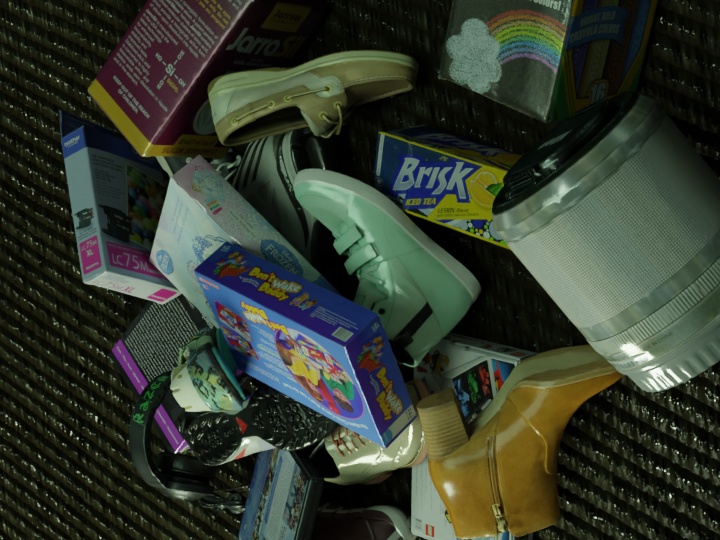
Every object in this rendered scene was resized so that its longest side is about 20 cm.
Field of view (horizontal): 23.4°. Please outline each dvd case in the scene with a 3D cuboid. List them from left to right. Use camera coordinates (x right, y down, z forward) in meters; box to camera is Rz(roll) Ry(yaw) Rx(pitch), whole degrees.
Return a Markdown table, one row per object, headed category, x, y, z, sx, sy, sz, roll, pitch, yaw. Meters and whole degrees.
| category | x | y | z | sx | sy | sz | roll | pitch | yaw |
| --- | --- | --- | --- | --- | --- | --- | --- | --- | --- |
| dvd case | -0.081 | 0.238 | 1.731 | 0.200 | 0.018 | 0.143 | -137 | 59 | -70 |

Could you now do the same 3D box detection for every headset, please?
| category | x | y | z | sx | sy | sz | roll | pitch | yaw |
| --- | --- | --- | --- | --- | --- | --- | --- | --- | --- |
| headset | -0.177 | 0.188 | 1.805 | 0.094 | 0.124 | 0.200 | 3 | 140 | 40 |

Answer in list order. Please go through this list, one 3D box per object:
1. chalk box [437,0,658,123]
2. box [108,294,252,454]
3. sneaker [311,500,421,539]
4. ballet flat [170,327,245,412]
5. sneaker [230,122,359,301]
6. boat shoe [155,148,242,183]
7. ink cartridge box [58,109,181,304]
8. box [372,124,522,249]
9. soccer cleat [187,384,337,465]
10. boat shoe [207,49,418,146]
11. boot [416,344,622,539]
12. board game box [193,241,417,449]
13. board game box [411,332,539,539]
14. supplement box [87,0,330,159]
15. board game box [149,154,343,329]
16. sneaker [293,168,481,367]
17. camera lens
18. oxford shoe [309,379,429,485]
| category | x | y | z | sx | sy | sz | roll | pitch | yaw |
| --- | --- | --- | --- | --- | --- | --- | --- | --- | --- |
| chalk box | 0.164 | -0.237 | 1.422 | 0.125 | 0.124 | 0.200 | 28 | 116 | 36 |
| box | -0.182 | 0.086 | 1.866 | 0.143 | 0.036 | 0.200 | 55 | 131 | 18 |
| sneaker | -0.045 | 0.285 | 1.717 | 0.200 | 0.116 | 0.076 | -15 | 109 | 43 |
| ballet flat | -0.149 | 0.105 | 1.669 | 0.200 | 0.074 | 0.074 | -125 | 28 | -83 |
| sneaker | -0.063 | -0.041 | 1.702 | 0.115 | 0.076 | 0.201 | -6 | 100 | 46 |
| boat shoe | -0.148 | -0.097 | 1.772 | 0.200 | 0.073 | 0.063 | 53 | 132 | 27 |
| ink cartridge box | -0.250 | -0.072 | 1.815 | 0.042 | 0.119 | 0.200 | -27 | 64 | 28 |
| box | 0.105 | -0.072 | 1.549 | 0.200 | 0.064 | 0.070 | 21 | 113 | 37 |
| soccer cleat | -0.083 | 0.143 | 1.698 | 0.200 | 0.073 | 0.068 | -21 | 91 | 43 |
| boat shoe | -0.041 | -0.155 | 1.614 | 0.200 | 0.074 | 0.066 | -10 | 72 | 13 |
| boot | 0.158 | 0.155 | 1.533 | 0.201 | 0.071 | 0.144 | -18 | 106 | 12 |
| board game box | -0.051 | 0.066 | 1.568 | 0.200 | 0.045 | 0.135 | 25 | 148 | 39 |
| board game box | 0.104 | 0.163 | 1.619 | 0.126 | 0.035 | 0.200 | 13 | 107 | 41 |
| supplement box | -0.146 | -0.213 | 1.683 | 0.103 | 0.131 | 0.200 | 49 | 116 | 22 |
| board game box | -0.114 | 0.008 | 1.691 | 0.199 | 0.043 | 0.200 | 44 | 155 | 7 |
| sneaker | 0.000 | 0.000 | 1.574 | 0.200 | 0.118 | 0.074 | 38 | 157 | 0 |
| camera lens | 0.213 | -0.026 | 1.358 | 0.200 | 0.160 | 0.160 | 50 | 132 | -7 |
| oxford shoe | 0.009 | 0.162 | 1.644 | 0.200 | 0.074 | 0.071 | -53 | 49 | 54 |
